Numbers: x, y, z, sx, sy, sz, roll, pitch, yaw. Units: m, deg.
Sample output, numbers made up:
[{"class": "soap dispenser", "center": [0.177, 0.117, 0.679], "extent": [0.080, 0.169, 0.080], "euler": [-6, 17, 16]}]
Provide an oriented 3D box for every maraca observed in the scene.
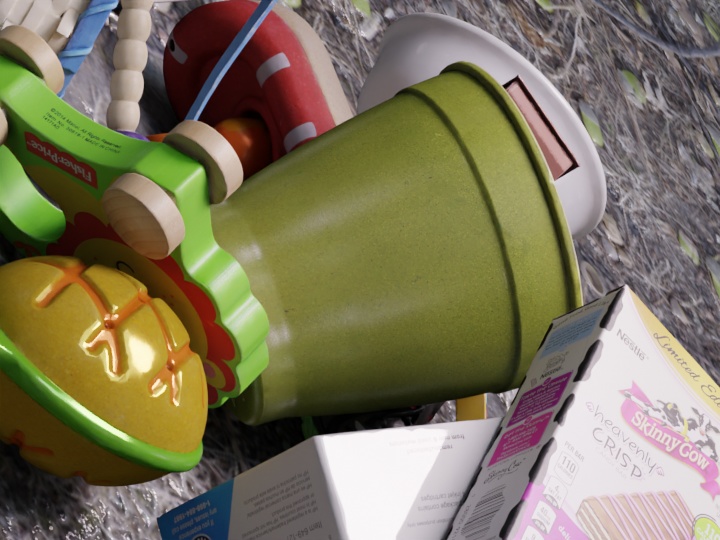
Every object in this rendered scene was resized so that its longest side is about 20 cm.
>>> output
[{"class": "maraca", "center": [-0.161, 0.042, 1.448], "extent": [0.200, 0.107, 0.137], "euler": [33, 12, -28]}]

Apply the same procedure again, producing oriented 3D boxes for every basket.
[{"class": "basket", "center": [-0.158, -0.160, 1.614], "extent": [0.199, 0.177, 0.139], "euler": [32, 1, -19]}]

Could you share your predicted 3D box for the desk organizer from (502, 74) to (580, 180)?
[{"class": "desk organizer", "center": [0.039, -0.042, 1.826], "extent": [0.072, 0.200, 0.077], "euler": [55, 41, -5]}]

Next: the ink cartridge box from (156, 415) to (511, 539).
[{"class": "ink cartridge box", "center": [0.012, 0.196, 1.452], "extent": [0.144, 0.147, 0.201], "euler": [-3, 72, -42]}]

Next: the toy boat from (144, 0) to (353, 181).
[{"class": "toy boat", "center": [-0.082, -0.077, 1.779], "extent": [0.130, 0.131, 0.201], "euler": [-6, 61, -32]}]

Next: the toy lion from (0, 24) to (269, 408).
[{"class": "toy lion", "center": [-0.136, -0.016, 1.534], "extent": [0.199, 0.192, 0.069], "euler": [29, 55, 23]}]

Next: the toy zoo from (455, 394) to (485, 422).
[{"class": "toy zoo", "center": [0.072, 0.087, 1.816], "extent": [0.131, 0.020, 0.201], "euler": [-88, 176, -55]}]

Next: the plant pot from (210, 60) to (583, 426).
[{"class": "plant pot", "center": [0.000, 0.000, 1.634], "extent": [0.200, 0.192, 0.201], "euler": [162, -90, -73]}]

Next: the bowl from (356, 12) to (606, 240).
[{"class": "bowl", "center": [0.065, -0.072, 1.923], "extent": [0.090, 0.201, 0.201], "euler": [-46, 105, -26]}]

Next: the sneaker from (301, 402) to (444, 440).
[{"class": "sneaker", "center": [0.015, 0.080, 1.776], "extent": [0.077, 0.084, 0.200], "euler": [44, 26, -27]}]

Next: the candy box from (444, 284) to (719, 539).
[{"class": "candy box", "center": [0.130, 0.125, 1.448], "extent": [0.136, 0.061, 0.200], "euler": [46, 44, -17]}]

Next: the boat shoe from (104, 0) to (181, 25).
[{"class": "boat shoe", "center": [-0.155, -0.189, 1.750], "extent": [0.199, 0.071, 0.070], "euler": [-9, 67, -41]}]

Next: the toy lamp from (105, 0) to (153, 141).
[{"class": "toy lamp", "center": [-0.136, -0.162, 1.697], "extent": [0.058, 0.058, 0.201], "euler": [8, 86, -61]}]
